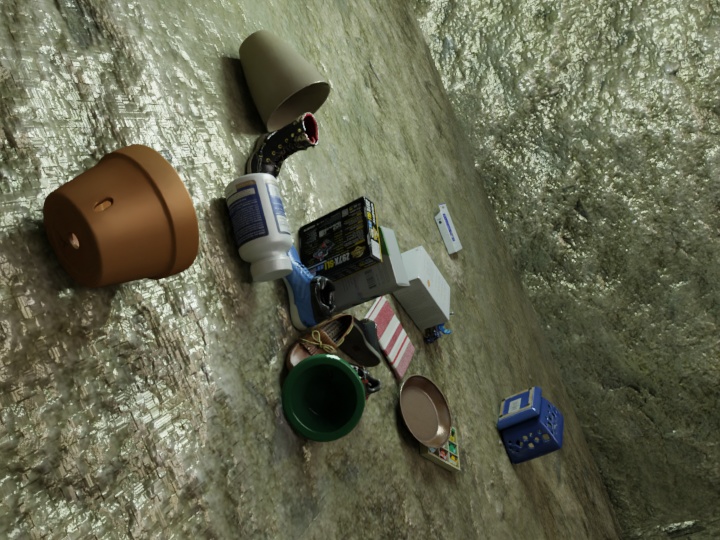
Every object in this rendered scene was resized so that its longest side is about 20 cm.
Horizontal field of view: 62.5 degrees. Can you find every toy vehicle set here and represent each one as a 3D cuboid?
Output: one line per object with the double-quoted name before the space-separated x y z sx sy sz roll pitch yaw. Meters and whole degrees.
"toy vehicle set" 0.223 0.484 1.682 0.200 0.026 0.125 40 38 -44

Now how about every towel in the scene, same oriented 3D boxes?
"towel" 0.081 0.182 1.645 0.201 0.023 0.144 60 30 -13

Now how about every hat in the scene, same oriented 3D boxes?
"hat" -0.082 0.261 1.256 0.201 0.165 0.176 54 -9 -8

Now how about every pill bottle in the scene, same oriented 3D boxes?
"pill bottle" -0.201 -0.084 1.204 0.111 0.110 0.202 4 67 -61

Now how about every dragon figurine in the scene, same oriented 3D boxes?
"dragon figurine" 0.257 0.184 1.930 0.199 0.058 0.101 2 69 -61

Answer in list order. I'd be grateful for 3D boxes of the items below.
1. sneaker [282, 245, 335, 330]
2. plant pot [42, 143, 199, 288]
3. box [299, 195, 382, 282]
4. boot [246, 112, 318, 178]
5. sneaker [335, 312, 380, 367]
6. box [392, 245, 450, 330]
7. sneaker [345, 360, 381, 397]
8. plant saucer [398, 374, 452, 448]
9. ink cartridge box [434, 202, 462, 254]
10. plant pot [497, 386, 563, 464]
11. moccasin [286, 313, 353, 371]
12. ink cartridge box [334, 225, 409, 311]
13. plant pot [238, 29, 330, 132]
"sneaker" -0.112 0.019 1.297 0.076 0.110 0.202 12 60 -59
"plant pot" -0.348 -0.064 0.846 0.140 0.199 0.202 -34 101 -46
"box" -0.051 -0.060 1.371 0.049 0.198 0.161 28 46 -50
"boot" -0.173 -0.268 1.346 0.073 0.149 0.201 48 33 -34
"sneaker" -0.014 0.143 1.448 0.107 0.074 0.201 -92 157 -43
"box" 0.187 0.055 1.840 0.201 0.105 0.153 52 31 -30
"sneaker" -0.023 0.230 1.340 0.199 0.081 0.078 35 42 -44
"plant saucer" 0.168 0.383 1.602 0.199 0.037 0.202 27 46 -31
"ink cartridge box" 0.347 -0.169 2.383 0.099 0.039 0.202 -20 90 -63
"plant pot" 0.619 0.561 2.196 0.181 0.199 0.200 56 28 -8
"moccasin" -0.081 0.154 1.258 0.201 0.078 0.074 -30 81 -45
"ink cartridge box" 0.000 0.000 1.426 0.087 0.198 0.147 8 63 -64
"plant pot" -0.203 -0.472 1.441 0.201 0.187 0.187 56 26 6
